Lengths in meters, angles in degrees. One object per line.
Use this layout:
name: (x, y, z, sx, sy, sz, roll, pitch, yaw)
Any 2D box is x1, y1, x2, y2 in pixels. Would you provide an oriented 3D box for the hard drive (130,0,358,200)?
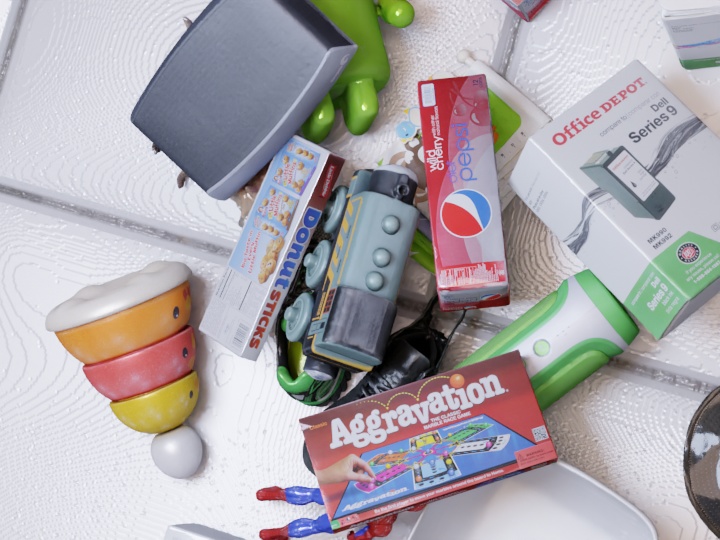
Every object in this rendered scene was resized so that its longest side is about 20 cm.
hard drive: (-0.111, -0.166, 1.597, 0.135, 0.042, 0.200, 44, 115, 1)

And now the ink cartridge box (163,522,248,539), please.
ink cartridge box: (-0.128, 0.349, 1.645, 0.146, 0.086, 0.200, 16, 86, 16)

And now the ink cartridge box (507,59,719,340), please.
ink cartridge box: (0.250, -0.064, 1.563, 0.146, 0.084, 0.200, -37, 74, -25)

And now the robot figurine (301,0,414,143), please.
robot figurine: (-0.041, -0.223, 1.670, 0.175, 0.116, 0.200, -12, 78, -10)

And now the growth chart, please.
growth chart: (0.087, -0.097, 1.663, 0.145, 0.018, 0.200, 33, 84, 14)

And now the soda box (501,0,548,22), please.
soda box: (0.103, -0.324, 1.671, 0.200, 0.063, 0.070, 45, 95, 16)

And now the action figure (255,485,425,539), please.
action figure: (-0.014, 0.212, 1.605, 0.200, 0.052, 0.065, -13, 74, 49)

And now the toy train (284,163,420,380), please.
toy train: (0.000, 0.000, 1.577, 0.085, 0.114, 0.200, 22, 76, -19)

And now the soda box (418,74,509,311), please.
soda box: (0.092, -0.069, 1.599, 0.063, 0.070, 0.200, -6, 73, 4)

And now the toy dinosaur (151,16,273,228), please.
toy dinosaur: (-0.121, -0.139, 1.686, 0.136, 0.086, 0.200, -1, 97, 14)

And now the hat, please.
hat: (0.375, 0.166, 1.534, 0.201, 0.081, 0.201, -1, 84, 15)

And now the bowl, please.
bowl: (0.145, 0.259, 1.552, 0.200, 0.075, 0.200, 29, 92, 17)

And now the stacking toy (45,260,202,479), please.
stacking toy: (-0.198, 0.102, 1.690, 0.146, 0.146, 0.200, -19, 99, 12)

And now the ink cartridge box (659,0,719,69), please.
ink cartridge box: (0.303, -0.267, 1.541, 0.084, 0.200, 0.145, -4, 83, 15)

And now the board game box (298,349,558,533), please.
board game box: (0.057, 0.145, 1.526, 0.200, 0.019, 0.103, -18, 68, -2)

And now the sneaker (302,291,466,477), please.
sneaker: (0.023, 0.101, 1.592, 0.060, 0.200, 0.104, 38, 130, 9)

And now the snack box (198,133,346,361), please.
snack box: (-0.081, -0.023, 1.613, 0.072, 0.024, 0.200, 29, 97, 48)

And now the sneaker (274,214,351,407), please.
sneaker: (-0.035, 0.025, 1.657, 0.078, 0.085, 0.200, 3, 83, 15)

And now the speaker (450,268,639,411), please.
speaker: (0.149, 0.087, 1.600, 0.200, 0.088, 0.088, -38, 76, 7)

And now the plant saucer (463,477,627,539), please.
plant saucer: (0.168, 0.308, 1.596, 0.200, 0.037, 0.200, -43, 76, 7)
